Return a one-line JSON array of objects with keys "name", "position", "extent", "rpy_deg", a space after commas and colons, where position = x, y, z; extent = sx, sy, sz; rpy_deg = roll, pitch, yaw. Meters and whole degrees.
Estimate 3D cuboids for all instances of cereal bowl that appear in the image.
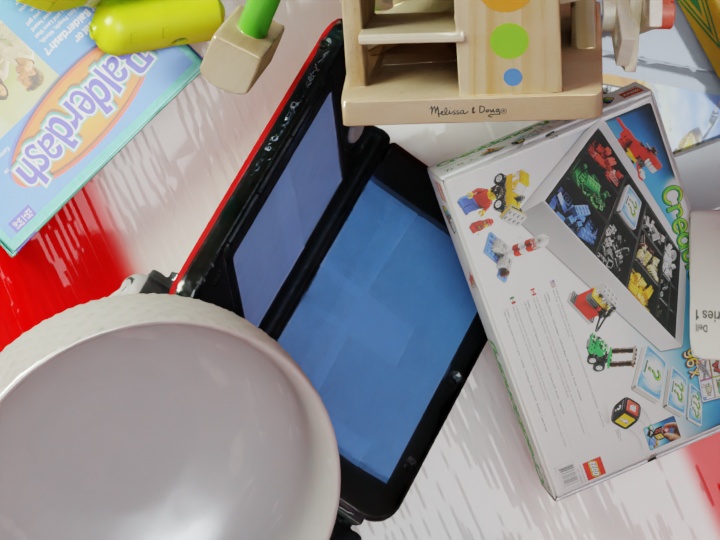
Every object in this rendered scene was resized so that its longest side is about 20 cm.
[{"name": "cereal bowl", "position": [-0.114, 0.098, 1.193], "extent": [0.200, 0.083, 0.200], "rpy_deg": [-9, 116, -18]}]

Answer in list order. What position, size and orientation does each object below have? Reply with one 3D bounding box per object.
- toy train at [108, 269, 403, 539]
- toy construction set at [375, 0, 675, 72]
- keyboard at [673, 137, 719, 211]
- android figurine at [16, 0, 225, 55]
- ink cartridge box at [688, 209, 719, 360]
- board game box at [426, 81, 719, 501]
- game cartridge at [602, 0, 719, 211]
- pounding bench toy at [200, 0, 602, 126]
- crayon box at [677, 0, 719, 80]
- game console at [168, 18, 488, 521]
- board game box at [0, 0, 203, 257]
[{"name": "toy train", "position": [-0.073, 0.086, 1.342], "extent": [0.200, 0.085, 0.114], "rpy_deg": [34, 76, -6]}, {"name": "toy construction set", "position": [0.070, -0.163, 1.311], "extent": [0.200, 0.131, 0.092], "rpy_deg": [14, 73, -1]}, {"name": "keyboard", "position": [0.165, -0.031, 1.362], "extent": [0.200, 0.011, 0.056], "rpy_deg": [-21, 97, -6]}, {"name": "android figurine", "position": [-0.132, -0.204, 1.302], "extent": [0.200, 0.041, 0.182], "rpy_deg": [-14, 83, -26]}, {"name": "ink cartridge box", "position": [0.296, 0.003, 1.313], "extent": [0.200, 0.145, 0.084], "rpy_deg": [-5, 95, -33]}, {"name": "board game box", "position": [0.129, 0.013, 1.337], "extent": [0.126, 0.035, 0.200], "rpy_deg": [-22, 107, -6]}, {"name": "game cartridge", "position": [0.174, -0.057, 1.385], "extent": [0.133, 0.042, 0.200], "rpy_deg": [10, 92, -4]}, {"name": "pounding bench toy", "position": [0.016, -0.165, 1.180], "extent": [0.200, 0.124, 0.156], "rpy_deg": [-2, 116, 7]}, {"name": "crayon box", "position": [0.238, -0.176, 1.354], "extent": [0.127, 0.051, 0.200], "rpy_deg": [-27, 85, -12]}, {"name": "game console", "position": [0.000, 0.000, 1.293], "extent": [0.119, 0.172, 0.200], "rpy_deg": [21, 62, 16]}, {"name": "board game box", "position": [-0.206, -0.130, 1.327], "extent": [0.152, 0.045, 0.200], "rpy_deg": [-44, 97, -4]}]
